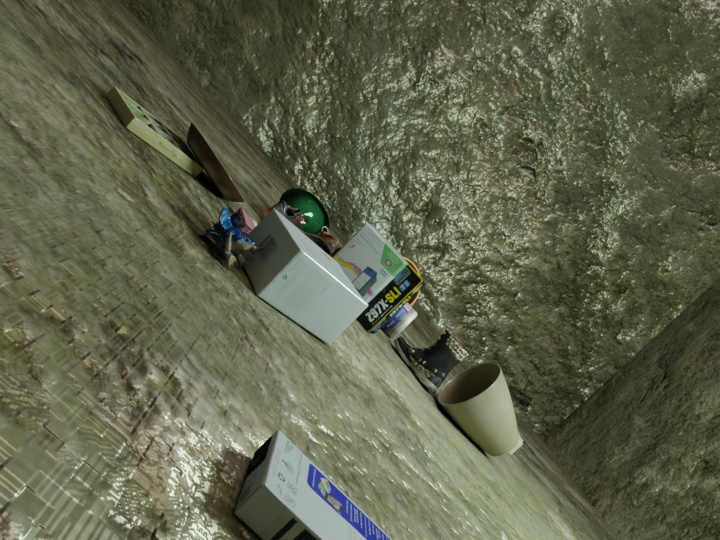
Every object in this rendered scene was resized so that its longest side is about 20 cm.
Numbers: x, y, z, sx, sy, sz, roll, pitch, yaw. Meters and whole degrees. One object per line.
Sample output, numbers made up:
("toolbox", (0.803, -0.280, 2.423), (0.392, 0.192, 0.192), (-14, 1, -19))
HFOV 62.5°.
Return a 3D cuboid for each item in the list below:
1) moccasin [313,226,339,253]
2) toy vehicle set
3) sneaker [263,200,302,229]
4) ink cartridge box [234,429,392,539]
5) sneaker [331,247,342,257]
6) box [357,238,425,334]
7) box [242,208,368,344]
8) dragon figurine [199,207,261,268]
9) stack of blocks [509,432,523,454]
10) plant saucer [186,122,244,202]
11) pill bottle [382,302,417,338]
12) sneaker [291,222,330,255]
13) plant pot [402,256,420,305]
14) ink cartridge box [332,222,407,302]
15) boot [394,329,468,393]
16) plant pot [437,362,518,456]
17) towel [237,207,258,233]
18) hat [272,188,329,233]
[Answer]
("moccasin", (-0.112, -0.080, 1.709), (0.074, 0.077, 0.201), (62, -16, -9))
("toy vehicle set", (-0.416, -0.280, 1.212), (0.124, 0.026, 0.200), (50, 6, 32))
("sneaker", (-0.181, -0.124, 1.614), (0.077, 0.082, 0.200), (48, 2, 29))
("ink cartridge box", (-0.017, 0.233, 0.504), (0.200, 0.039, 0.099), (45, 5, -6))
("sneaker", (-0.017, 0.022, 1.683), (0.200, 0.111, 0.077), (48, 5, 10))
("box", (0.050, 0.043, 1.581), (0.160, 0.200, 0.049), (49, 5, 23))
("box", (-0.105, 0.013, 1.066), (0.200, 0.106, 0.152), (42, 7, -41))
("dragon figurine", (-0.219, -0.060, 0.962), (0.100, 0.059, 0.200), (47, 5, 4))
("stack of blocks", (0.508, 0.568, 2.074), (0.115, 0.059, 0.200), (47, 5, -1))
("plant saucer", (-0.325, -0.227, 1.302), (0.201, 0.036, 0.201), (55, -9, 12))
("pill bottle", (0.069, 0.098, 1.801), (0.200, 0.111, 0.111), (47, 5, 5))
("sneaker", (-0.135, -0.043, 1.512), (0.199, 0.075, 0.107), (27, 23, -48))
("plant pot", (0.106, 0.044, 2.183), (0.200, 0.200, 0.140), (45, -11, -16))
("ink cartridge box", (0.000, 0.000, 1.512), (0.145, 0.200, 0.087), (47, 9, 5))
("boot", (0.195, 0.223, 1.652), (0.073, 0.151, 0.200), (40, 8, -46))
("plant pot", (0.333, 0.382, 1.572), (0.201, 0.186, 0.187), (60, 3, -8))
("towel", (-0.194, -0.048, 1.297), (0.200, 0.023, 0.144), (46, 3, -23))
("hat", (-0.204, -0.130, 1.719), (0.201, 0.164, 0.177), (54, 40, -22))
